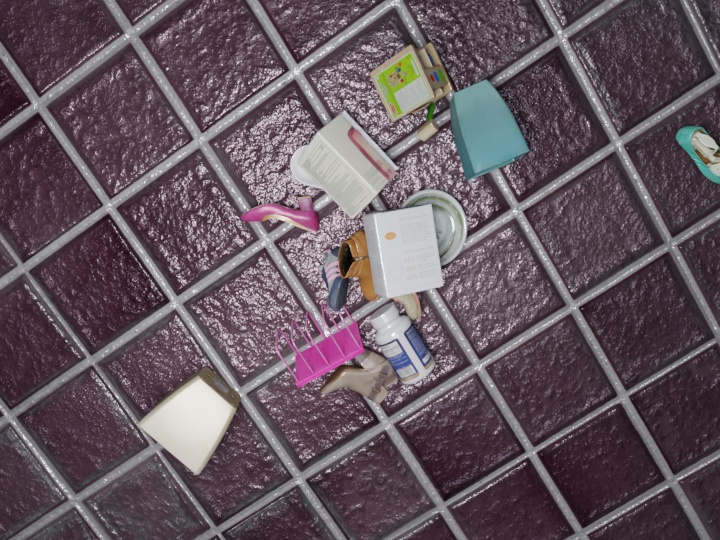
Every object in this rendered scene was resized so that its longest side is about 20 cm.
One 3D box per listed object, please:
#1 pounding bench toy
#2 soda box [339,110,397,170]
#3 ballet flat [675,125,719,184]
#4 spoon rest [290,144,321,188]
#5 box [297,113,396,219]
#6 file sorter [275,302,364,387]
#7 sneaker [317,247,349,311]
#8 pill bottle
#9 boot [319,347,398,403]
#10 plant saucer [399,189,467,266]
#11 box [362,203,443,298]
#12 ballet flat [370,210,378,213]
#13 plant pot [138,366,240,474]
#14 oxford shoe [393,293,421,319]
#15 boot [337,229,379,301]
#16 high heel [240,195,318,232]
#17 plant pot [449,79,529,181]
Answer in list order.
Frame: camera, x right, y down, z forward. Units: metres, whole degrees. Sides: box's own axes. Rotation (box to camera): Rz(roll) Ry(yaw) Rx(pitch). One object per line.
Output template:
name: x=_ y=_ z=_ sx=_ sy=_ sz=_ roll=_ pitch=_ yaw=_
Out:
pounding bench toy: x=0.146 y=-0.424 z=1.243 sx=0.123 sy=0.156 sz=0.202 roll=-21 pitch=100 yaw=36
soda box: x=0.005 y=-0.311 z=1.315 sx=0.068 sy=0.064 sz=0.200 roll=-44 pitch=96 yaw=7
ballet flat: x=0.895 y=-0.292 z=1.309 sx=0.200 sy=0.070 sz=0.068 roll=41 pitch=97 yaw=-6
spoon rest: x=-0.093 y=-0.242 z=1.328 sx=0.199 sy=0.061 sz=0.100 roll=37 pitch=97 yaw=-6
box: x=-0.034 y=-0.251 z=1.246 sx=0.200 sy=0.109 sz=0.128 roll=45 pitch=141 yaw=-6
file sorter: x=-0.111 y=0.177 z=1.341 sx=0.198 sy=0.139 sz=0.126 roll=-29 pitch=113 yaw=5
sneaker: x=-0.074 y=0.023 z=1.321 sx=0.081 sy=0.202 sz=0.071 roll=-1 pitch=136 yaw=11
pill bottle: x=0.107 y=0.193 z=1.371 sx=0.110 sy=0.111 sz=0.202 roll=-31 pitch=98 yaw=5
boot: x=0.003 y=0.313 z=1.413 sx=0.200 sy=0.070 sz=0.146 roll=-44 pitch=99 yaw=7
plant saucer: x=0.180 y=-0.110 z=1.344 sx=0.196 sy=0.050 sz=0.204 roll=-1 pitch=96 yaw=-10
box: x=0.102 y=-0.050 z=1.251 sx=0.150 sy=0.106 sz=0.204 roll=-11 pitch=96 yaw=-14
ballet flat: x=0.091 y=-0.075 z=1.354 sx=0.066 sy=0.057 sz=0.201 roll=-36 pitch=97 yaw=14
plant pot: x=-0.433 y=0.378 z=1.370 sx=0.199 sy=0.200 sz=0.177 roll=42 pitch=86 yaw=-6
oxford shoe: x=0.097 y=0.055 z=1.354 sx=0.073 sy=0.071 sz=0.202 roll=-34 pitch=108 yaw=-18
boot: x=0.000 y=0.000 z=1.308 sx=0.075 sy=0.155 sz=0.204 roll=8 pitch=108 yaw=22
high heel: x=-0.210 y=-0.129 z=1.345 sx=0.197 sy=0.067 sz=0.098 roll=-13 pitch=89 yaw=-11
plant pot: x=0.304 y=-0.352 z=1.272 sx=0.139 sy=0.141 sz=0.203 roll=-21 pitch=91 yaw=4
